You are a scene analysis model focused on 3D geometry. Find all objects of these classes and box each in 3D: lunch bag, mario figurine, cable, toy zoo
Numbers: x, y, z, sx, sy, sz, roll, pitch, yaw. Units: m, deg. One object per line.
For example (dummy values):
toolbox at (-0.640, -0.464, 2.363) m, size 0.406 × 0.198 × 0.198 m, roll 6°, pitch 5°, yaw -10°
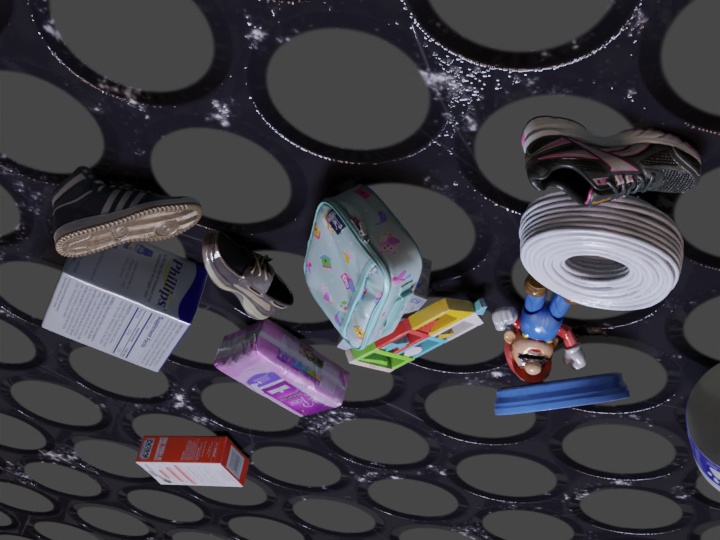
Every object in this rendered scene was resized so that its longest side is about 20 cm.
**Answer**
lunch bag at (0.000, 0.000, 1.257) m, size 0.077 × 0.161 × 0.201 m, roll -22°, pitch 153°, yaw -26°
mario figurine at (0.250, 0.092, 1.350) m, size 0.123 × 0.106 × 0.201 m, roll 38°, pitch 145°, yaw 26°
cable at (0.288, -0.023, 1.188) m, size 0.198 × 0.070 × 0.200 m, roll 15°, pitch 157°, yaw 2°
toy zoo at (0.091, 0.088, 1.394) m, size 0.199 × 0.021 × 0.131 m, roll -30°, pitch 157°, yaw 21°

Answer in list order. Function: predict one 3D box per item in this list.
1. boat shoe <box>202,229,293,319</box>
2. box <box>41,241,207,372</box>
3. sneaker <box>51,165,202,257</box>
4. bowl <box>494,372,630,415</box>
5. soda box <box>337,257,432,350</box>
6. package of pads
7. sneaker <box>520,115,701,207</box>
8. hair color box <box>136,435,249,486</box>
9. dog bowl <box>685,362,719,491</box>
boat shoe at (-0.157, -0.001, 1.399) m, size 0.073 × 0.075 × 0.200 m, roll -13°, pitch 148°, yaw 18°
box at (-0.358, 0.042, 1.483) m, size 0.199 × 0.106 × 0.184 m, roll 24°, pitch 144°, yaw -15°
sneaker at (-0.321, -0.093, 1.326) m, size 0.198 × 0.109 × 0.070 m, roll -14°, pitch 146°, yaw -15°
bowl at (0.295, 0.181, 1.447) m, size 0.198 × 0.040 × 0.201 m, roll -8°, pitch 172°, yaw -1°
soda box at (0.032, 0.050, 1.400) m, size 0.063 × 0.069 × 0.200 m, roll 19°, pitch 146°, yaw -13°
package of pads at (-0.128, 0.162, 1.606) m, size 0.199 × 0.076 × 0.120 m, roll 36°, pitch 142°, yaw -30°
sneaker at (0.274, -0.104, 1.086) m, size 0.198 × 0.087 × 0.081 m, roll 8°, pitch 147°, yaw 7°
hair color box at (-0.341, 0.387, 1.993) m, size 0.198 × 0.064 × 0.111 m, roll -4°, pitch 143°, yaw 21°
dog bowl at (0.553, 0.216, 1.348) m, size 0.198 × 0.201 × 0.079 m, roll -7°, pitch 139°, yaw 26°
